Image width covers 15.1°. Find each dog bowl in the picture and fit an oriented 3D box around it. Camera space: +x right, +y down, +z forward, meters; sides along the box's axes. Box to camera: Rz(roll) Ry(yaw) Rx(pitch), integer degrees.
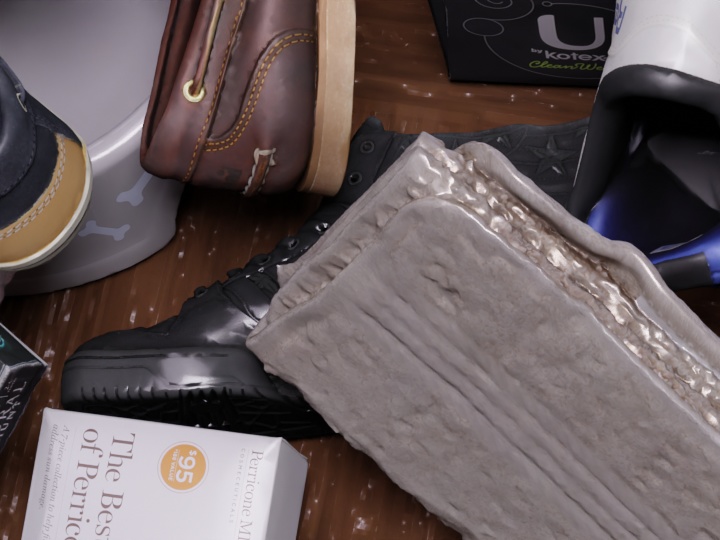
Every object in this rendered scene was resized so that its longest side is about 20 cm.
[{"bbox_3d":[-0.123,-0.096,0.955,0.198,0.059,0.202,-3,70,7],"label":"dog bowl"}]

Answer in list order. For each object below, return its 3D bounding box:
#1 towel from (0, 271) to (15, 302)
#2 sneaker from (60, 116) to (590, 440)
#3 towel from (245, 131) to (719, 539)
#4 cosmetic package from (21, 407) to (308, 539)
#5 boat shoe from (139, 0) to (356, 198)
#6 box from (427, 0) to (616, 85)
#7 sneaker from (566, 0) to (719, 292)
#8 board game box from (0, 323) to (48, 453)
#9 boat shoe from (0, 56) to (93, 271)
[{"bbox_3d":[-0.212,0.004,0.907,0.190,0.032,0.201,32,107,19],"label":"towel"},{"bbox_3d":[0.000,-0.001,0.907,0.198,0.060,0.105,-3,69,3],"label":"sneaker"},{"bbox_3d":[0.064,0.051,0.811,0.200,0.132,0.035,43,54,-4],"label":"towel"},{"bbox_3d":[-0.074,0.149,0.853,0.082,0.051,0.202,6,78,9],"label":"cosmetic package"},{"bbox_3d":[-0.035,-0.124,0.875,0.070,0.070,0.202,5,77,-9],"label":"boat shoe"},{"bbox_3d":[0.101,-0.176,0.918,0.147,0.124,0.201,2,69,10],"label":"box"},{"bbox_3d":[0.108,-0.034,0.826,0.080,0.200,0.116,10,69,25],"label":"sneaker"},{"bbox_3d":[-0.198,0.075,0.874,0.135,0.028,0.201,35,107,18],"label":"board game box"},{"bbox_3d":[-0.169,-0.067,0.830,0.199,0.062,0.075,31,78,20],"label":"boat shoe"}]
